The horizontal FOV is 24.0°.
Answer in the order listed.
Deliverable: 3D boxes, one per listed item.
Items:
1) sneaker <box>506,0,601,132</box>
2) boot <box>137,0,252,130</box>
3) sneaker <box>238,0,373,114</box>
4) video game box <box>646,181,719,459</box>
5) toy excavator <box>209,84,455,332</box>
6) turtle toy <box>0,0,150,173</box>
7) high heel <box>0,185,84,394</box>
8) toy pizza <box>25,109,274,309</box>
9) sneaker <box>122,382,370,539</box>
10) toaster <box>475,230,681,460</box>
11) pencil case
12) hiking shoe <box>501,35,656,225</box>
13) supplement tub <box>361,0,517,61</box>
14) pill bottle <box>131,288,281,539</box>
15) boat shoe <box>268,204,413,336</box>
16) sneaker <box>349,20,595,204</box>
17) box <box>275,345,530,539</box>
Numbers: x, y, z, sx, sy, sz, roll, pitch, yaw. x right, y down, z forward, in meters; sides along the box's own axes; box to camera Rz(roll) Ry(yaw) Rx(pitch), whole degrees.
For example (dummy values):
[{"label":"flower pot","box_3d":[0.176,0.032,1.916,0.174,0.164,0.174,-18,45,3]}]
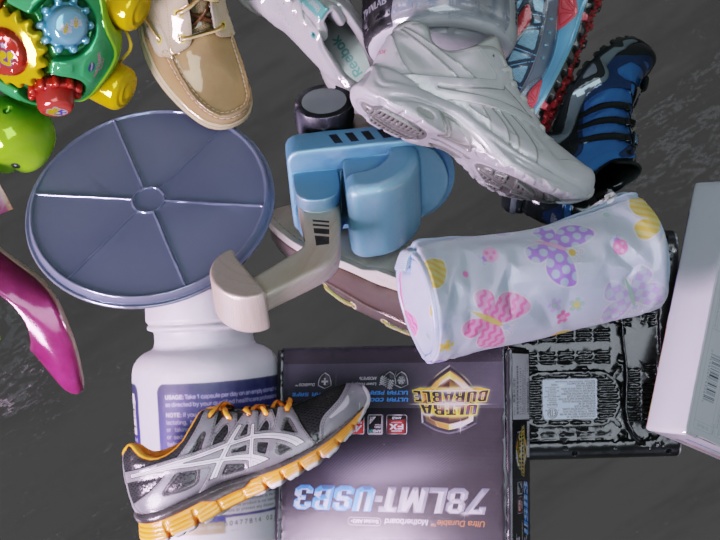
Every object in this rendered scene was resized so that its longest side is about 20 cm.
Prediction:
[{"label":"sneaker","box_3d":[0.133,-0.183,1.388,0.095,0.079,0.201,21,85,14]},{"label":"boot","box_3d":[-0.125,-0.219,1.315,0.072,0.155,0.201,-22,86,-24]},{"label":"sneaker","box_3d":[-0.041,-0.214,1.360,0.075,0.088,0.200,-43,92,0]},{"label":"video game box","box_3d":[0.311,0.053,1.338,0.182,0.047,0.201,24,75,-39]},{"label":"toy excavator","box_3d":[-0.019,-0.044,1.275,0.193,0.201,0.100,-6,130,-3]},{"label":"turtle toy","box_3d":[-0.254,-0.168,1.326,0.145,0.101,0.201,26,128,13]},{"label":"high heel","box_3d":[-0.296,0.022,1.351,0.096,0.067,0.201,-27,93,-12]},{"label":"toy pizza","box_3d":[-0.165,-0.047,1.341,0.199,0.032,0.201,-3,52,4]},{"label":"sneaker","box_3d":[-0.086,0.128,1.250,0.199,0.078,0.078,-27,88,-4]},{"label":"toaster","box_3d":[0.155,0.061,1.358,0.198,0.119,0.182,-2,90,-3]},{"label":"pencil case","box_3d":[0.126,0.005,1.232,0.199,0.083,0.091,-14,113,-14]},{"label":"hiking shoe","box_3d":[0.192,-0.103,1.354,0.086,0.075,0.200,30,63,18]},{"label":"supplement tub","box_3d":[0.061,-0.263,1.332,0.122,0.123,0.201,1,73,-3]},{"label":"pill bottle","box_3d":[-0.121,0.114,1.344,0.119,0.120,0.202,-3,91,-3]},{"label":"boat shoe","box_3d":[0.000,0.000,1.338,0.072,0.199,0.060,-29,128,-37]},{"label":"sneaker","box_3d":[0.097,-0.120,1.249,0.199,0.078,0.100,29,78,-15]},{"label":"box","box_3d":[0.031,0.157,1.289,0.199,0.050,0.200,-1,84,26]}]
